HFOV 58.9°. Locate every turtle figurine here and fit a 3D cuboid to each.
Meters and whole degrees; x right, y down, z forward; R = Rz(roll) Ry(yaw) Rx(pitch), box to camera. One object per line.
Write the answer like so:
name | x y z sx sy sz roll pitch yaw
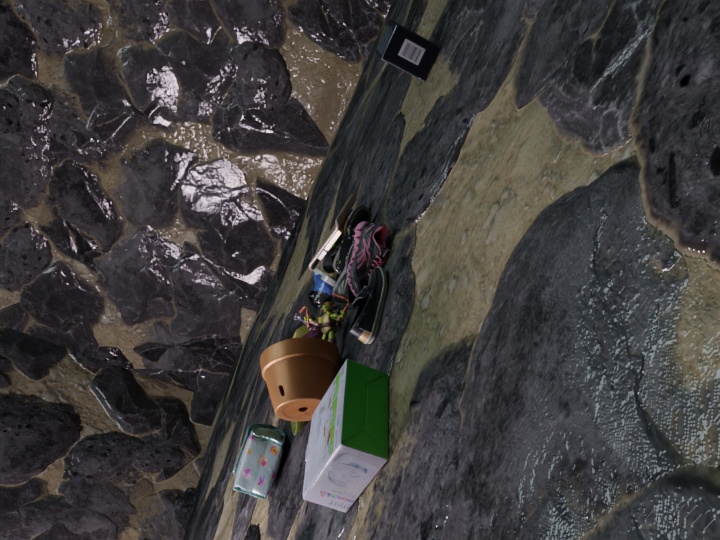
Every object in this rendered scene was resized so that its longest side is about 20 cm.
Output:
turtle figurine | -0.089 0.151 1.661 0.198 0.064 0.165 -13 71 43

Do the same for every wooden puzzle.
wooden puzzle | -0.077 -0.111 1.903 0.201 0.037 0.186 -56 4 36

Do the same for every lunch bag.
lunch bag | -0.289 0.537 1.832 0.200 0.120 0.173 157 131 -83

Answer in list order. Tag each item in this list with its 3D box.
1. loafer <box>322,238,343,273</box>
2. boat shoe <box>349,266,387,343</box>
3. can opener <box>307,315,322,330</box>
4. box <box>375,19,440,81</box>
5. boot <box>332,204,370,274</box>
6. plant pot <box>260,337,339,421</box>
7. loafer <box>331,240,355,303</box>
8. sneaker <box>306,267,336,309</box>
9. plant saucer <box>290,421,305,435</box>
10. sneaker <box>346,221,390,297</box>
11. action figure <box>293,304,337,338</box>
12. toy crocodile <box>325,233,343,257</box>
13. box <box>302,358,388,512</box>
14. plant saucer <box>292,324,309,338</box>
loafer | -0.070 -0.036 1.947 0.200 0.067 0.071 -43 20 55
boat shoe | 0.017 0.069 1.447 0.075 0.061 0.203 126 162 -52
can opener | -0.149 0.234 1.914 0.203 0.052 0.066 -65 -21 8
box | 0.138 -0.661 1.911 0.108 0.146 0.201 -62 14 21
boot | -0.005 -0.079 1.761 0.207 0.072 0.154 -68 17 0
plant pot | -0.141 0.270 1.534 0.201 0.197 0.142 126 144 -46
loafer | 0.000 0.000 1.646 0.071 0.072 0.203 28 97 43
sneaker | -0.132 0.061 2.024 0.112 0.076 0.200 -59 19 -2
plant saucer | -0.171 0.340 1.728 0.200 0.030 0.205 179 90 -77
sneaker | 0.027 -0.027 1.550 0.094 0.078 0.204 -5 72 38
action figure | -0.111 0.177 1.785 0.133 0.150 0.201 -1 45 48
toy crocodile | -0.064 -0.087 2.045 0.201 0.061 0.068 -57 16 26
box | -0.028 0.304 1.182 0.202 0.095 0.178 -88 22 -54
plant saucer | -0.210 0.285 2.058 0.200 0.048 0.203 -120 51 -73
